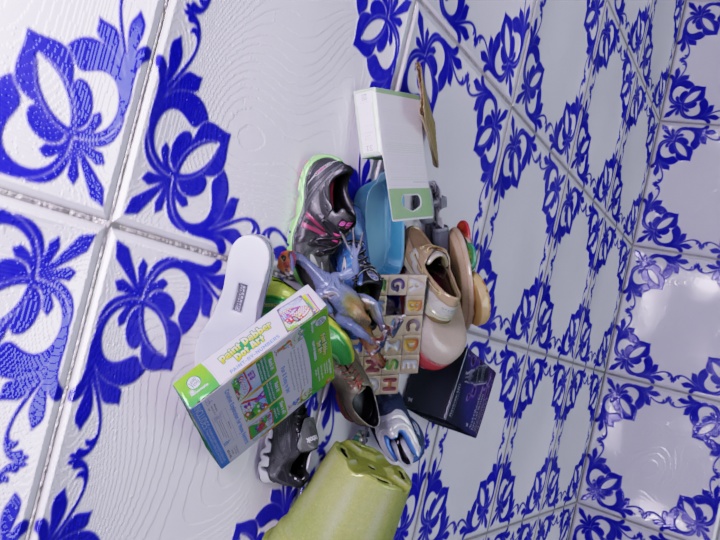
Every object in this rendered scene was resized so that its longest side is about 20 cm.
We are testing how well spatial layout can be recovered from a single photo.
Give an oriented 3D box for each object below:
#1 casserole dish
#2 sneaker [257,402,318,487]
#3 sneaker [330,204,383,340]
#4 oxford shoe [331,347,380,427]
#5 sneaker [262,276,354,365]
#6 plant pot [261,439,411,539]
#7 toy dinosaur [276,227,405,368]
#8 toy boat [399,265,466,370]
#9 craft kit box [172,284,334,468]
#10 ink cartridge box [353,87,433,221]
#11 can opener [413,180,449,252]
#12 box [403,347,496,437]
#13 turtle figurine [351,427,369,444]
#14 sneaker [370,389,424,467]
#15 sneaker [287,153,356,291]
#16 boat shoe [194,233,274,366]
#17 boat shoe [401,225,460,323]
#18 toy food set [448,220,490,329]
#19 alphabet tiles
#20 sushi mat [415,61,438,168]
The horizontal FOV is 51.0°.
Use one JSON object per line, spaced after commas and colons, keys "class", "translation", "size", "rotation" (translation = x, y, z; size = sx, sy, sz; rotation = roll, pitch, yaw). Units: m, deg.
{"class": "casserole dish", "translation": [0.028, -0.065, 1.238], "size": [0.121, 0.038, 0.204], "rotation": [-30, 125, -52]}
{"class": "sneaker", "translation": [-0.094, 0.219, 1.081], "size": [0.066, 0.089, 0.204], "rotation": [-9, 107, -56]}
{"class": "sneaker", "translation": [0.000, 0.000, 1.128], "size": [0.078, 0.089, 0.204], "rotation": [-3, 85, -36]}
{"class": "oxford shoe", "translation": [-0.018, 0.156, 1.166], "size": [0.070, 0.074, 0.202], "rotation": [-37, 114, -21]}
{"class": "sneaker", "translation": [-0.086, 0.083, 1.065], "size": [0.200, 0.074, 0.084], "rotation": [40, 86, -36]}
{"class": "plant pot", "translation": [-0.021, 0.360, 1.105], "size": [0.199, 0.199, 0.187], "rotation": [16, 102, -58]}
{"class": "toy dinosaur", "translation": [-0.038, 0.047, 1.032], "size": [0.105, 0.180, 0.202], "rotation": [-45, 158, -42]}
{"class": "toy boat", "translation": [0.104, 0.092, 1.343], "size": [0.129, 0.131, 0.202], "rotation": [29, 36, -29]}
{"class": "craft kit box", "translation": [-0.121, 0.137, 0.937], "size": [0.196, 0.049, 0.201], "rotation": [-34, 152, -20]}
{"class": "ink cartridge box", "translation": [0.055, -0.179, 1.193], "size": [0.145, 0.047, 0.204], "rotation": [-11, 96, -57]}
{"class": "can opener", "translation": [0.128, -0.068, 1.404], "size": [0.066, 0.053, 0.203], "rotation": [-13, 116, -21]}
{"class": "box", "translation": [0.181, 0.238, 1.525], "size": [0.200, 0.103, 0.150], "rotation": [38, 69, -57]}
{"class": "turtle figurine", "translation": [0.001, 0.345, 1.279], "size": [0.201, 0.099, 0.151], "rotation": [58, 12, -45]}
{"class": "sneaker", "translation": [0.071, 0.311, 1.330], "size": [0.147, 0.079, 0.202], "rotation": [-101, 171, -58]}
{"class": "sneaker", "translation": [-0.051, -0.061, 1.066], "size": [0.076, 0.083, 0.204], "rotation": [-9, 108, -56]}
{"class": "boat shoe", "translation": [-0.153, 0.051, 0.955], "size": [0.070, 0.070, 0.203], "rotation": [-31, 136, -81]}
{"class": "boat shoe", "translation": [0.124, -0.006, 1.285], "size": [0.073, 0.202, 0.067], "rotation": [4, 138, -32]}
{"class": "toy food set", "translation": [0.195, 0.011, 1.433], "size": [0.200, 0.048, 0.202], "rotation": [108, -26, -80]}
{"class": "alphabet tiles", "translation": [0.022, 0.105, 1.216], "size": [0.164, 0.008, 0.204], "rotation": [0, 103, -19]}
{"class": "sushi mat", "translation": [0.113, -0.255, 1.262], "size": [0.200, 0.012, 0.097], "rotation": [54, 33, -69]}
